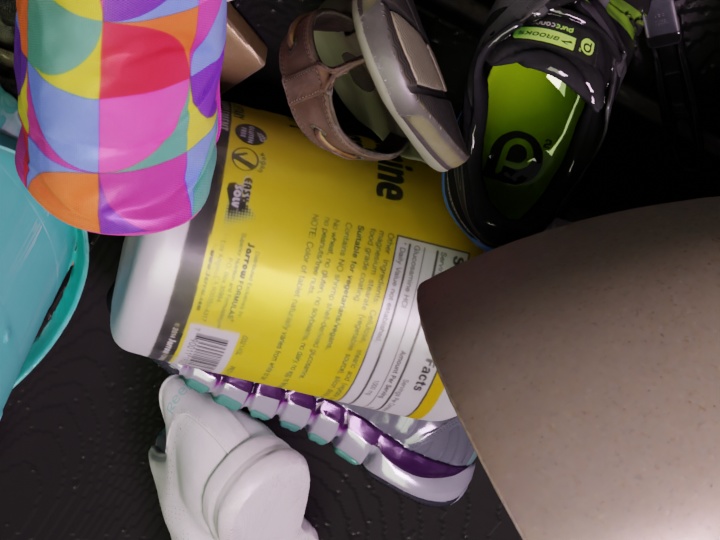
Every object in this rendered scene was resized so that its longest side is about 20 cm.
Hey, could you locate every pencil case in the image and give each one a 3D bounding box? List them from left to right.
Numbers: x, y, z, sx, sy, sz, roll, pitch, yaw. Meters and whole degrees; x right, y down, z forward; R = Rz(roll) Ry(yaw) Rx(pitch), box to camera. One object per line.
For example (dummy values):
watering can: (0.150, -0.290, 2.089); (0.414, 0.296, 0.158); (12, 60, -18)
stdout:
pencil case: (-0.081, -0.108, 0.706); (0.087, 0.089, 0.201); (10, 133, -3)

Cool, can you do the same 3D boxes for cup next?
cup: (0.132, 0.052, 0.715); (0.143, 0.201, 0.201); (-33, 118, 11)

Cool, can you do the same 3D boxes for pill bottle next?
pill bottle: (0.000, 0.000, 0.847); (0.198, 0.113, 0.113); (14, 126, -11)

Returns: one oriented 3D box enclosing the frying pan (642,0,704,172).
frying pan: (0.106, -0.124, 0.819); (0.114, 0.031, 0.192); (8, 123, -1)

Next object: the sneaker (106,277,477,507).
sneaker: (-0.019, 0.030, 0.928); (0.199, 0.074, 0.088); (28, 101, -19)

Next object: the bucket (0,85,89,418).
bucket: (-0.220, -0.002, 0.825); (0.205, 0.136, 0.208); (17, 145, 12)

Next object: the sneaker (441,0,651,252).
sneaker: (0.082, -0.099, 0.754); (0.070, 0.083, 0.202); (15, 104, -6)

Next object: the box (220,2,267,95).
box: (-0.163, -0.122, 0.843); (0.163, 0.021, 0.200); (-30, 119, 23)

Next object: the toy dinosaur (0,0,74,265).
toy dinosaur: (-0.146, -0.086, 0.827); (0.087, 0.048, 0.201); (-12, 127, 32)

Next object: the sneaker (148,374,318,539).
sneaker: (-0.072, 0.117, 0.987); (0.088, 0.075, 0.201); (44, 151, 21)

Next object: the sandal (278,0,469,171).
sandal: (-0.002, -0.070, 0.763); (0.057, 0.201, 0.081); (-22, 95, -6)
